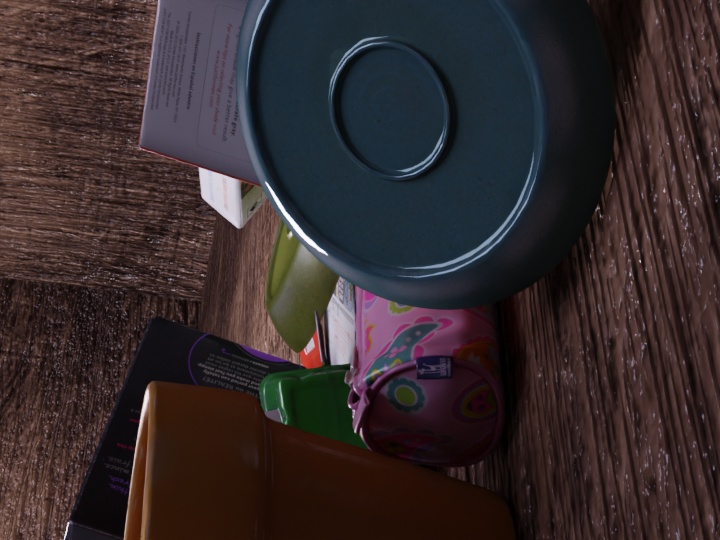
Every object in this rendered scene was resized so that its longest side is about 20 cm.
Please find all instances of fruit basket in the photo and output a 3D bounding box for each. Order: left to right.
[{"bbox_3d":[-0.020,0.135,1.052,0.200,0.093,0.187,115,148,-74],"label":"fruit basket"}]

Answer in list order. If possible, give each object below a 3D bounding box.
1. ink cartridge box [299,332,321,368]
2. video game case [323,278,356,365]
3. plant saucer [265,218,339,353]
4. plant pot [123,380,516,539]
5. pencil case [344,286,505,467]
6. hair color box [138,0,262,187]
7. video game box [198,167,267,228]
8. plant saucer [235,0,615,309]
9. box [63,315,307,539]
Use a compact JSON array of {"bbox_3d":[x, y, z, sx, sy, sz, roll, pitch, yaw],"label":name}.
[{"bbox_3d":[-0.050,0.123,1.309,0.109,0.050,0.201,131,129,-74],"label":"ink cartridge box"},{"bbox_3d":[0.000,0.000,1.210,0.200,0.036,0.183,-141,50,-80],"label":"video game case"},{"bbox_3d":[-0.028,-0.045,1.102,0.200,0.031,0.201,-163,90,-80],"label":"plant saucer"},{"bbox_3d":[-0.025,0.163,0.809,0.200,0.182,0.202,-174,90,-80],"label":"plant pot"},{"bbox_3d":[0.031,0.016,0.899,0.201,0.087,0.088,-92,12,-49],"label":"pencil case"},{"bbox_3d":[-0.006,-0.087,0.824,0.061,0.199,0.102,-46,-29,-61],"label":"hair color box"},{"bbox_3d":[-0.038,-0.136,1.148,0.200,0.047,0.182,-51,-3,-13],"label":"video game box"},{"bbox_3d":[0.019,-0.075,0.746,0.027,0.199,0.201,-29,-44,-54],"label":"plant saucer"},{"bbox_3d":[-0.120,0.147,1.106,0.201,0.122,0.106,-74,4,-51],"label":"box"}]
